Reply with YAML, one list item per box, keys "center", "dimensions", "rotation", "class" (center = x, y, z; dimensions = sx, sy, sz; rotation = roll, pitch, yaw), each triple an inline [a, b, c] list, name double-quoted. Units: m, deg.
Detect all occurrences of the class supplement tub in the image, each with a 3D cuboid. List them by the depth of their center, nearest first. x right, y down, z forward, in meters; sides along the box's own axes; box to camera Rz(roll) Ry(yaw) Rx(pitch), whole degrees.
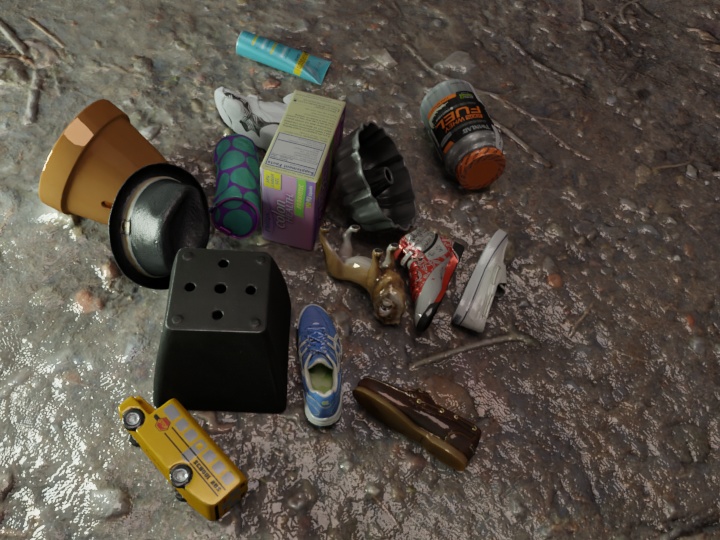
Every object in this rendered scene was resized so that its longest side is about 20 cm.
- center: [0.201, -0.263, 1.349]
  dimensions: [0.121, 0.123, 0.202]
  rotation: [-11, 57, -15]
  class: "supplement tub"

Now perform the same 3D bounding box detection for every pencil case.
- center: [-0.220, -0.150, 1.213]
  dimensions: [0.092, 0.085, 0.202]
  rotation: [-32, 40, 21]
  class: "pencil case"

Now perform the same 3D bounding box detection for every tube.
- center: [-0.166, -0.455, 1.485]
  dimensions: [0.197, 0.051, 0.078]
  rotation: [20, 61, 0]
  class: "tube"

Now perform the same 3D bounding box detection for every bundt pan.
- center: [0.020, -0.153, 1.223]
  dimensions: [0.075, 0.202, 0.204]
  rotation: [-21, 48, 28]
  class: "bundt pan"

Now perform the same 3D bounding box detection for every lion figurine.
- center: [0.000, 0.000, 1.160]
  dimensions: [0.199, 0.124, 0.072]
  rotation: [31, 38, 34]
  class: "lion figurine"

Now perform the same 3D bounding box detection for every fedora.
- center: [-0.295, -0.067, 1.092]
  dimensions: [0.091, 0.202, 0.201]
  rotation: [8, 43, 44]
  class: "fedora"

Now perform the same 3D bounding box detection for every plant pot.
- center: [-0.202, 0.075, 1.017]
  dimensions: [0.197, 0.178, 0.202]
  rotation: [3, 54, -5]
  class: "plant pot"
- center: [-0.414, -0.161, 1.158]
  dimensions: [0.139, 0.200, 0.201]
  rotation: [31, 55, -5]
  class: "plant pot"

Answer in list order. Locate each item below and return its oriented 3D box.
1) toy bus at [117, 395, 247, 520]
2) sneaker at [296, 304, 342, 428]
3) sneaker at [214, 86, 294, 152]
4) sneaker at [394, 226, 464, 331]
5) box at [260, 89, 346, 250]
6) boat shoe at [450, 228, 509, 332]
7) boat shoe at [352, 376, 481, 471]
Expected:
- center: [-0.248, 0.249, 0.955]
  dimensions: [0.200, 0.065, 0.078]
  rotation: [41, 59, 20]
  class: "toy bus"
- center: [-0.058, 0.132, 1.058]
  dimensions: [0.075, 0.077, 0.202]
  rotation: [-6, 54, -10]
  class: "sneaker"
- center: [-0.185, -0.308, 1.358]
  dimensions: [0.199, 0.075, 0.115]
  rotation: [37, 57, 12]
  class: "sneaker"
- center: [0.097, 0.009, 1.172]
  dimensions: [0.107, 0.068, 0.202]
  rotation: [26, 50, 4]
  class: "sneaker"
- center: [-0.099, -0.174, 1.209]
  dimensions: [0.095, 0.177, 0.202]
  rotation: [14, 53, 3]
  class: "box"
- center: [0.221, 0.017, 1.185]
  dimensions: [0.065, 0.072, 0.201]
  rotation: [27, 56, 6]
  class: "boat shoe"
- center: [0.084, 0.213, 1.027]
  dimensions: [0.199, 0.071, 0.071]
  rotation: [33, 63, 5]
  class: "boat shoe"
